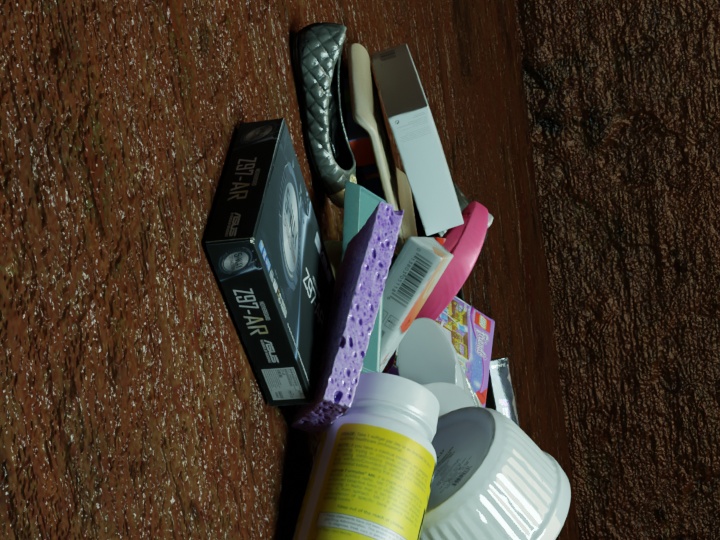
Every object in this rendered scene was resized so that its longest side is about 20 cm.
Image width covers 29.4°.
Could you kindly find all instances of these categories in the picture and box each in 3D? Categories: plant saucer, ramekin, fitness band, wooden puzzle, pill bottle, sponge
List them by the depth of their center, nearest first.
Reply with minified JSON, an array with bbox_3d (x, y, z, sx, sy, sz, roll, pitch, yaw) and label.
[{"bbox_3d":[0.007,0.204,1.262,0.115,0.113,0.202,65,35,-53],"label":"pill bottle"},{"bbox_3d":[-0.011,0.045,1.282,0.112,0.030,0.202,133,-25,-65],"label":"sponge"},{"bbox_3d":[0.099,0.228,1.365,0.105,0.199,0.201,51,26,-19],"label":"ramekin"},{"bbox_3d":[0.003,0.012,1.406,0.070,0.019,0.203,27,62,-55],"label":"plant saucer"},{"bbox_3d":[0.015,-0.135,1.585,0.186,0.046,0.201,-95,167,-54],"label":"wooden puzzle"},{"bbox_3d":[0.100,0.003,1.623,0.144,0.037,0.200,-63,-175,-36],"label":"fitness band"}]

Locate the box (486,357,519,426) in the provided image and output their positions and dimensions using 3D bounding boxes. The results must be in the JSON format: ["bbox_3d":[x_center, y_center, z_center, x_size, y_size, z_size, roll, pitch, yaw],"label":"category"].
[{"bbox_3d":[0.155,0.195,1.853,0.200,0.036,0.145,160,-80,-67],"label":"box"}]

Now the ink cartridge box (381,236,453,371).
[{"bbox_3d":[0.052,0.042,1.536,0.163,0.050,0.200,-59,166,8],"label":"ink cartridge box"}]

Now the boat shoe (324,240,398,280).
[{"bbox_3d":[0.000,0.003,1.477,0.201,0.062,0.074,-4,89,-76],"label":"boat shoe"}]

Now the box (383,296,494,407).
[{"bbox_3d":[0.098,0.101,1.723,0.136,0.039,0.201,32,35,-13],"label":"box"}]

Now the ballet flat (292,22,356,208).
[{"bbox_3d":[-0.028,-0.158,1.432,0.067,0.056,0.202,-65,147,-62],"label":"ballet flat"}]

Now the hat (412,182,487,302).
[{"bbox_3d":[0.122,-0.060,1.829,0.202,0.080,0.201,60,-5,9],"label":"hat"}]

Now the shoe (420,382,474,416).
[{"bbox_3d":[0.026,0.166,1.460,0.198,0.091,0.072,6,45,-39],"label":"shoe"}]

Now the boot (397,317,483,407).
[{"bbox_3d":[0.102,0.150,1.586,0.095,0.073,0.202,-8,82,-73],"label":"boot"}]

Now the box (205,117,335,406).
[{"bbox_3d":[-0.075,-0.006,1.215,0.161,0.043,0.201,-80,160,-47],"label":"box"}]

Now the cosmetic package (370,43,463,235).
[{"bbox_3d":[0.064,-0.155,1.585,0.201,0.051,0.152,-101,174,-60],"label":"cosmetic package"}]
